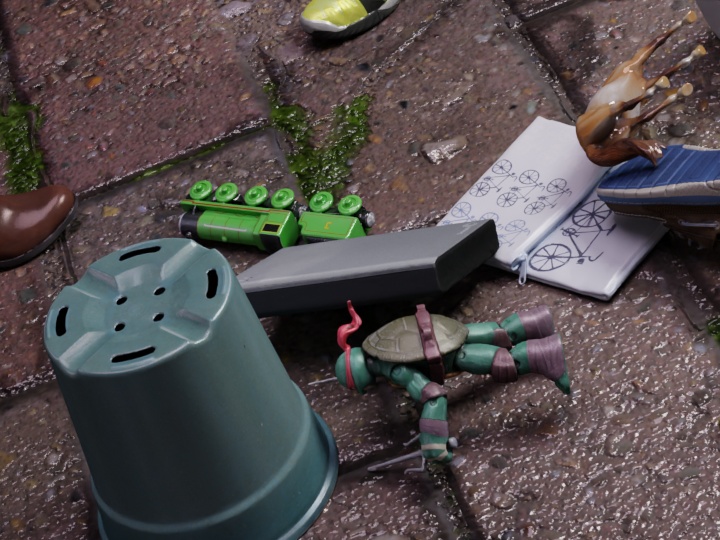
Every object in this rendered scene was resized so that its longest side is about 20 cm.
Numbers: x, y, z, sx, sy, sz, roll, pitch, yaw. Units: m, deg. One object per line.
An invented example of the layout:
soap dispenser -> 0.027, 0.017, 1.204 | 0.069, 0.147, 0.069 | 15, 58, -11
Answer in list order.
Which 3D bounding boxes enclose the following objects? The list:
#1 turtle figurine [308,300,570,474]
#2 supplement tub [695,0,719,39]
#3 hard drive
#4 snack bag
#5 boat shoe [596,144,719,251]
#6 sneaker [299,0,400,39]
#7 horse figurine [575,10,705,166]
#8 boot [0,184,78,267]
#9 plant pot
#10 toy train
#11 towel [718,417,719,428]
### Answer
turtle figurine -> 0.055, 0.078, 1.534 | 0.198, 0.101, 0.150 | -11, 38, 2
supplement tub -> 0.400, -0.284, 1.755 | 0.199, 0.133, 0.132 | -28, 38, -11
hard drive -> 0.000, 0.000, 1.641 | 0.198, 0.033, 0.139 | -7, 12, 26
snack bag -> 0.180, -0.056, 1.698 | 0.199, 0.022, 0.189 | 19, 51, 39
boat shoe -> 0.272, -0.053, 1.592 | 0.072, 0.073, 0.199 | -42, 25, -30
sneaker -> 0.015, -0.307, 2.034 | 0.199, 0.077, 0.075 | -37, 42, -19
horse figurine -> 0.227, -0.139, 1.682 | 0.132, 0.050, 0.200 | -37, 15, 35
boot -> -0.375, -0.092, 1.842 | 0.187, 0.201, 0.069 | -19, 37, 1
plant pot -> -0.137, 0.096, 1.510 | 0.198, 0.197, 0.201 | -12, 39, 9
toy train -> -0.079, -0.043, 1.785 | 0.198, 0.042, 0.057 | 6, 55, 30
towel -> 0.353, 0.118, 1.413 | 0.086, 0.018, 0.199 | -44, 44, -20
